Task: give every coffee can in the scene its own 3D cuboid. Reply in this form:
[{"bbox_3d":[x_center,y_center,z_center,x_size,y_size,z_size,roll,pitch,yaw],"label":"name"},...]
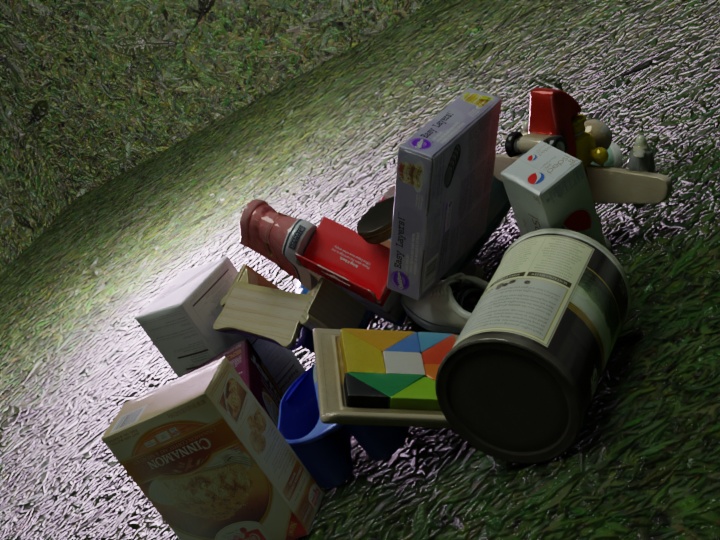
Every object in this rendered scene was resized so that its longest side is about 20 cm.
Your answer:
[{"bbox_3d":[0.176,0.071,1.331,0.146,0.147,0.200,-20,22,37],"label":"coffee can"}]

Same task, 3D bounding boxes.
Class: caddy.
[{"bbox_3d":[-0.025,0.154,1.537,0.141,0.105,0.200,-30,18,9],"label":"caddy"}]

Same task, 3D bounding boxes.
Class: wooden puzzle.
[{"bbox_3d":[0.043,0.110,1.452,0.183,0.038,0.200,3,25,-7],"label":"wooden puzzle"}]

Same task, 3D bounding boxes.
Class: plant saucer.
[{"bbox_3d":[0.158,-0.061,1.782,0.200,0.036,0.200,-51,-8,-10],"label":"plant saucer"}]

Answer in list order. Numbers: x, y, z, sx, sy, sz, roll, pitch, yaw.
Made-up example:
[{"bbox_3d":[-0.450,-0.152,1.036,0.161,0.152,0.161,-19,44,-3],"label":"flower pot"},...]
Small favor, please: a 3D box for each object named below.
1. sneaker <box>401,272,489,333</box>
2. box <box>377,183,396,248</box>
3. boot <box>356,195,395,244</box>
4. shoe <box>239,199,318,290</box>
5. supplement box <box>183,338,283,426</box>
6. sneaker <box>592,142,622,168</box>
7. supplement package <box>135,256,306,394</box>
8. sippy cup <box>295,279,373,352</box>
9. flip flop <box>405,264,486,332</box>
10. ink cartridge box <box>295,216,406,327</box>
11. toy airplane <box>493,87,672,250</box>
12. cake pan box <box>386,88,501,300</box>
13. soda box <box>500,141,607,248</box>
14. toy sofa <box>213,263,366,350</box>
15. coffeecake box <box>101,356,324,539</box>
[{"bbox_3d":[0.119,0.033,1.580,0.199,0.071,0.073,13,51,47],"label":"sneaker"},{"bbox_3d":[0.089,-0.073,1.821,0.095,0.102,0.200,-57,-9,32],"label":"box"},{"bbox_3d":[0.065,-0.061,1.634,0.073,0.076,0.200,-1,19,33],"label":"boot"},{"bbox_3d":[-0.091,-0.035,1.696,0.072,0.090,0.200,-61,-15,-7],"label":"shoe"},{"bbox_3d":[-0.146,0.190,1.626,0.103,0.132,0.200,-31,18,4],"label":"supplement box"},{"bbox_3d":[0.255,-0.158,1.833,0.117,0.075,0.200,-2,7,-24],"label":"sneaker"},{"bbox_3d":[-0.187,0.102,1.809,0.109,0.201,0.114,-15,24,45],"label":"supplement package"},{"bbox_3d":[-0.035,0.044,1.832,0.131,0.138,0.179,-73,-1,-48],"label":"sippy cup"},{"bbox_3d":[0.092,0.047,1.689,0.081,0.058,0.200,-14,27,48],"label":"flip flop"},{"bbox_3d":[0.000,0.000,1.655,0.068,0.115,0.200,-62,-16,-7],"label":"ink cartridge box"},{"bbox_3d":[0.261,-0.119,1.604,0.141,0.200,0.199,-48,-6,-29],"label":"toy airplane"},{"bbox_3d":[0.099,-0.088,1.565,0.052,0.202,0.184,21,39,24],"label":"cake pan box"},{"bbox_3d":[0.217,-0.037,1.439,0.063,0.201,0.068,-37,41,-15],"label":"soda box"},{"bbox_3d":[-0.093,0.060,1.692,0.199,0.083,0.098,8,67,52],"label":"toy sofa"},{"bbox_3d":[-0.159,0.215,1.464,0.153,0.201,0.073,-25,20,27],"label":"coffeecake box"}]
